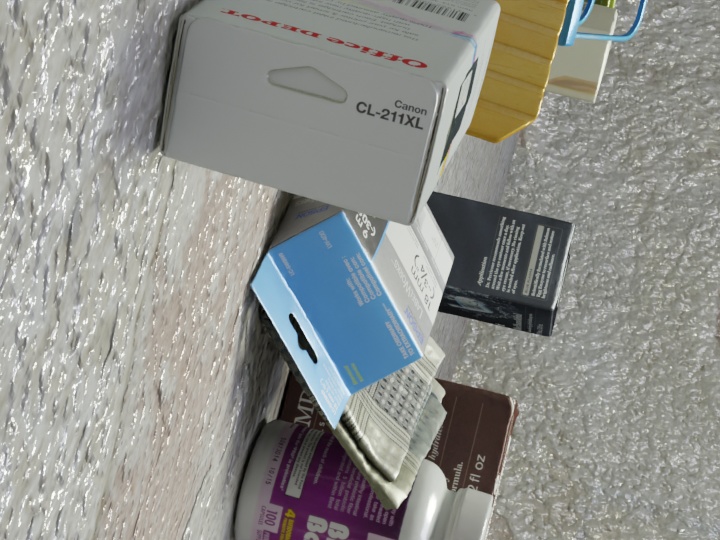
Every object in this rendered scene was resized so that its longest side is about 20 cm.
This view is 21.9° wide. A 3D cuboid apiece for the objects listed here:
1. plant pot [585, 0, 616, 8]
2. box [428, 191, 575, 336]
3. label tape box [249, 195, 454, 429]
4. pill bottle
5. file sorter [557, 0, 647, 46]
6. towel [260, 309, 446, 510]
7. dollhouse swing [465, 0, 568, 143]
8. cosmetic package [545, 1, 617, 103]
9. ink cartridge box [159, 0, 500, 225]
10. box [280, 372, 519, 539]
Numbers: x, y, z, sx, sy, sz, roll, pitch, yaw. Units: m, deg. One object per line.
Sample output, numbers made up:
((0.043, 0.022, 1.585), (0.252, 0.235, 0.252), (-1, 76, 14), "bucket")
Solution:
((0.169, -0.306, 1.894), (0.200, 0.189, 0.201), (13, 90, -83), "plant pot")
((0.158, -0.007, 2.333), (0.197, 0.199, 0.118), (68, 36, -77), "box")
((0.000, 0.000, 1.421), (0.145, 0.063, 0.200), (61, 29, -27), "label tape box")
((0.004, 0.200, 1.537), (0.112, 0.199, 0.113), (14, 90, -83), "pill bottle")
((0.120, -0.262, 1.424), (0.122, 0.199, 0.140), (-7, 113, -52), "file sorter")
((0.005, 0.067, 1.494), (0.201, 0.034, 0.193), (57, 25, -16), "towel")
((0.050, -0.201, 1.239), (0.182, 0.175, 0.201), (71, 35, -77), "dollhouse swing")
((0.135, -0.223, 1.747), (0.105, 0.199, 0.071), (-58, 161, -66), "cosmetic package")
((-0.013, -0.109, 1.039), (0.200, 0.145, 0.083), (-58, 163, -66), "ink cartridge box")
((0.028, 0.176, 1.678), (0.164, 0.199, 0.167), (54, 50, -81), "box")
